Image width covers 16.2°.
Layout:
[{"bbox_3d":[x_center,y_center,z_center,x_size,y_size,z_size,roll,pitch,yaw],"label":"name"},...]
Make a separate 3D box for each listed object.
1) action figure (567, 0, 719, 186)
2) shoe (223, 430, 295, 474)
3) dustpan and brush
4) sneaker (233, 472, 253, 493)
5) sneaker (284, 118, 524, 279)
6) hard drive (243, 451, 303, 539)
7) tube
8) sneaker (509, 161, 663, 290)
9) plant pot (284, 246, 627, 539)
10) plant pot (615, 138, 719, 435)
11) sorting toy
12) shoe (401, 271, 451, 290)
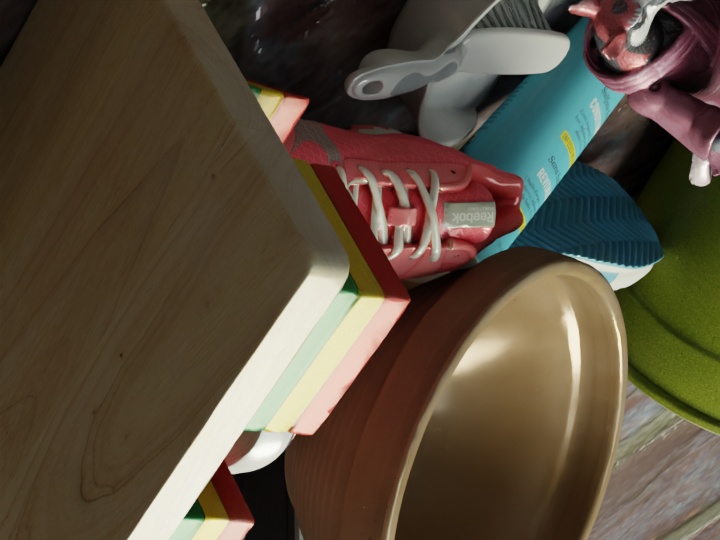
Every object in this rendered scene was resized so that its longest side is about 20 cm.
[{"bbox_3d":[0.157,-0.115,1.205,0.199,0.135,0.148,2,171,-44],"label":"action figure"},{"bbox_3d":[-0.064,0.039,1.042,0.091,0.199,0.072,10,93,-39],"label":"shoe"},{"bbox_3d":[0.044,-0.101,1.125,0.199,0.057,0.140,-8,140,-50],"label":"dustpan and brush"},{"bbox_3d":[-0.081,0.079,1.205,0.082,0.074,0.199,-26,174,35],"label":"sneaker"},{"bbox_3d":[0.009,-0.030,1.044,0.200,0.086,0.074,-17,110,-65],"label":"sneaker"},{"bbox_3d":[0.012,0.117,1.232,0.199,0.033,0.141,-3,91,-58],"label":"hard drive"},{"bbox_3d":[0.100,-0.083,1.247,0.200,0.050,0.078,-50,164,-16],"label":"tube"},{"bbox_3d":[0.074,-0.004,1.327,0.199,0.077,0.081,-9,149,-38],"label":"sneaker"},{"bbox_3d":[0.031,0.078,1.123,0.201,0.092,0.202,-36,136,-44],"label":"plant pot"},{"bbox_3d":[0.244,-0.034,1.404,0.199,0.200,0.194,-16,133,-43],"label":"plant pot"},{"bbox_3d":[-0.079,0.004,0.939,0.069,0.199,0.201,8,129,-40],"label":"sorting toy"},{"bbox_3d":[0.000,0.000,1.177,0.070,0.054,0.199,-22,152,40],"label":"shoe"}]
